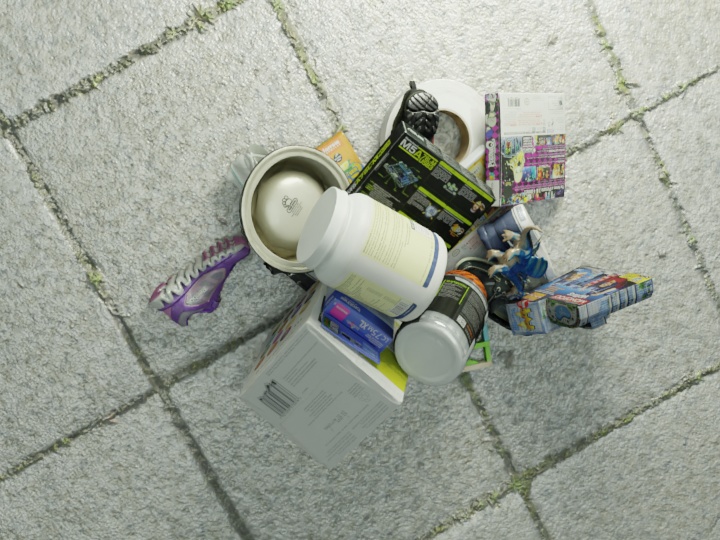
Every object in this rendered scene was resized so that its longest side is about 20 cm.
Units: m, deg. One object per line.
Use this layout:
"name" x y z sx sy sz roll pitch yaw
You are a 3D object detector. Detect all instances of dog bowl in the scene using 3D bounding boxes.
"dog bowl" -0.110 -0.098 1.358 0.196 0.073 0.205 -2 94 -25

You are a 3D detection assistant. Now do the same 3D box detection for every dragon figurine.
"dragon figurine" 0.272 -0.023 1.368 0.097 0.201 0.060 8 54 -18

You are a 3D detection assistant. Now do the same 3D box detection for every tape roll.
"tape roll" 0.134 -0.225 1.439 0.198 0.071 0.207 -1 98 -6

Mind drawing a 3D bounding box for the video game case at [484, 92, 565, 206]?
"video game case" 0.283 -0.209 1.421 0.198 0.035 0.186 -12 103 -44

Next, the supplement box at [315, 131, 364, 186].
"supplement box" -0.008 -0.136 1.438 0.066 0.069 0.202 -34 98 -3

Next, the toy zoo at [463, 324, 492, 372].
"toy zoo" 0.163 0.087 1.515 0.128 0.020 0.205 -11 99 -5

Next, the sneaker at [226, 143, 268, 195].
"sneaker" -0.150 -0.117 1.432 0.079 0.071 0.202 -29 108 24

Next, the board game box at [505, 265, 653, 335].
"board game box" 0.360 0.059 1.422 0.196 0.200 0.063 -20 102 -16

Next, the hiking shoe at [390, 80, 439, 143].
"hiking shoe" 0.086 -0.200 1.359 0.074 0.101 0.204 5 117 -10

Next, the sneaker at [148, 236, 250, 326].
"sneaker" -0.262 0.023 1.432 0.199 0.081 0.089 -36 108 5

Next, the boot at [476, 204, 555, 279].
"boot" 0.273 -0.036 1.459 0.089 0.074 0.200 -24 138 15

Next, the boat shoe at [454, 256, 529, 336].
"boat shoe" 0.242 0.053 1.469 0.074 0.067 0.199 -36 121 19

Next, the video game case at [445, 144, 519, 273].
"video game case" 0.179 -0.084 1.434 0.199 0.023 0.182 -41 125 1

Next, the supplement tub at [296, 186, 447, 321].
"supplement tub" 0.017 -0.026 1.261 0.197 0.145 0.147 27 95 -20

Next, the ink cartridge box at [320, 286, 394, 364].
"ink cartridge box" 0.002 0.049 1.336 0.118 0.202 0.042 36 122 -16

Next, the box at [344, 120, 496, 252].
"box" 0.082 -0.104 1.330 0.198 0.048 0.194 31 113 -23

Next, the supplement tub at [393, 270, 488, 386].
"supplement tub" 0.139 0.087 1.370 0.120 0.200 0.125 11 120 20

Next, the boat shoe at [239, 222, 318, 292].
"boat shoe" -0.133 -0.018 1.446 0.198 0.070 0.067 33 109 -15

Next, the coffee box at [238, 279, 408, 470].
"coffee box" -0.049 0.156 1.383 0.199 0.199 0.200 39 119 -10
